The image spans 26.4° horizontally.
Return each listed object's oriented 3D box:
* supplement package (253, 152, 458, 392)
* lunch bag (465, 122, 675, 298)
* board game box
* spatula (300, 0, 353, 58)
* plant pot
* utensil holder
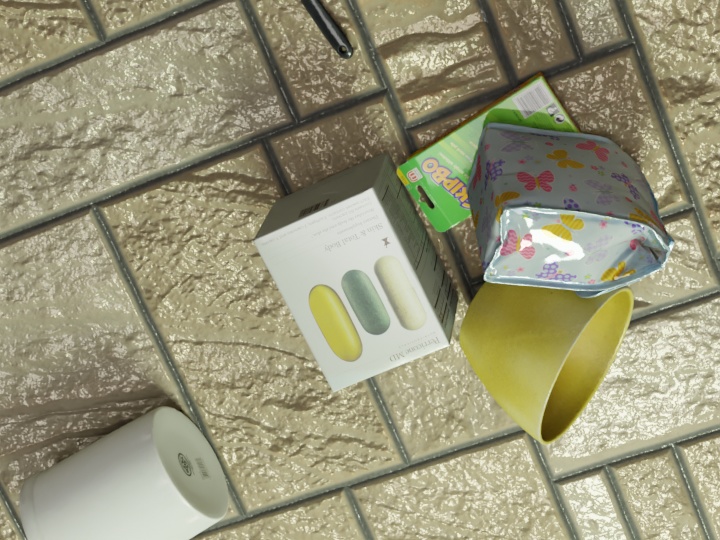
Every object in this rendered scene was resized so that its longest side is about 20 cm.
[{"bbox_3d":[0.000,0.000,1.743,0.152,0.151,0.200,-23,105,15],"label":"supplement package"},{"bbox_3d":[0.227,-0.062,1.663,0.200,0.170,0.127,4,128,-9],"label":"lunch bag"},{"bbox_3d":[0.146,-0.131,1.742,0.200,0.030,0.096,-32,104,15],"label":"board game box"},{"bbox_3d":[-0.072,-0.317,1.707,0.057,0.021,0.200,-33,105,30],"label":"spatula"},{"bbox_3d":[0.198,0.076,1.739,0.142,0.200,0.200,30,113,22],"label":"plant pot"},{"bbox_3d":[-0.287,0.280,1.878,0.200,0.170,0.170,-31,103,16],"label":"utensil holder"}]
